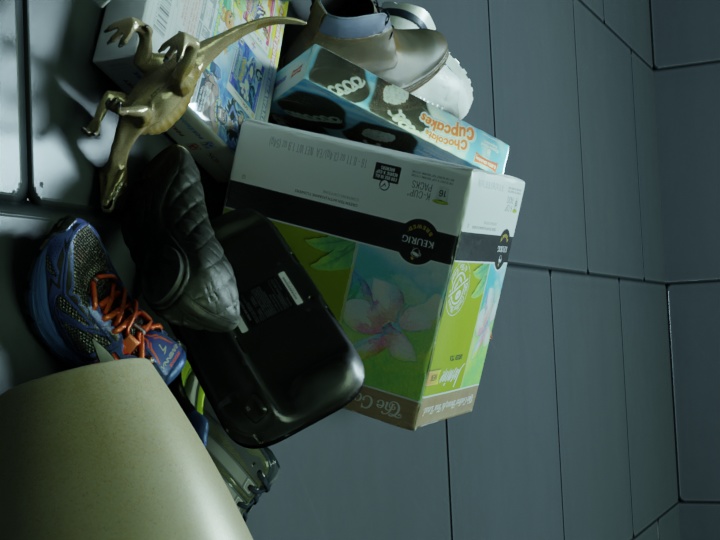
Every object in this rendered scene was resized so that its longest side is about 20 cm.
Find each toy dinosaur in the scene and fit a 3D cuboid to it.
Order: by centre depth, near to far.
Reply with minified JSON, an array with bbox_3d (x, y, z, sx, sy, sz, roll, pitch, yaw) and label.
[{"bbox_3d":[-0.132,-0.136,0.841,0.200,0.058,0.101,-47,160,-6],"label":"toy dinosaur"}]

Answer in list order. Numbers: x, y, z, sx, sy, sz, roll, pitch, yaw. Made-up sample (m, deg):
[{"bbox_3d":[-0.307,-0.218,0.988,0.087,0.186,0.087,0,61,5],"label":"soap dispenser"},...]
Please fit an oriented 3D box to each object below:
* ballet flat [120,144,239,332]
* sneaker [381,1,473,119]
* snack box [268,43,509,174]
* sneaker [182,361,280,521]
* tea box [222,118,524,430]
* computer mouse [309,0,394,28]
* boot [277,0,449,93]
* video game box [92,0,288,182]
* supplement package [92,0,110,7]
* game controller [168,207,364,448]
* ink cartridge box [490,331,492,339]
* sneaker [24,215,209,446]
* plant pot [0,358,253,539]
[{"bbox_3d":[-0.125,-0.023,0.835,0.057,0.066,0.201,37,20,-33],"label":"ballet flat"},{"bbox_3d":[0.063,-0.214,1.358,0.200,0.076,0.081,42,60,-51],"label":"sneaker"},{"bbox_3d":[0.016,-0.120,1.050,0.199,0.116,0.037,24,70,-22],"label":"snack box"},{"bbox_3d":[-0.100,0.164,0.888,0.074,0.080,0.202,59,30,-83],"label":"sneaker"},{"bbox_3d":[0.000,0.000,0.960,0.133,0.198,0.199,-2,104,-65],"label":"tea box"},{"bbox_3d":[-0.024,-0.320,1.179,0.109,0.044,0.202,-5,84,-52],"label":"computer mouse"},{"bbox_3d":[0.019,-0.214,1.116,0.199,0.097,0.075,-21,63,-36],"label":"boot"},{"bbox_3d":[-0.124,-0.200,0.955,0.182,0.046,0.202,44,48,-53],"label":"video game box"},{"bbox_3d":[-0.149,-0.295,0.789,0.117,0.117,0.201,39,47,-28],"label":"supplement package"},{"bbox_3d":[-0.077,0.034,0.853,0.200,0.104,0.042,55,-22,38],"label":"game controller"},{"bbox_3d":[0.021,0.010,1.055,0.050,0.198,0.110,-12,97,-67],"label":"ink cartridge box"},{"bbox_3d":[-0.154,0.050,0.809,0.076,0.078,0.201,-63,142,-49],"label":"sneaker"},{"bbox_3d":[-0.146,0.161,0.720,0.187,0.186,0.202,4,70,-65],"label":"plant pot"}]
